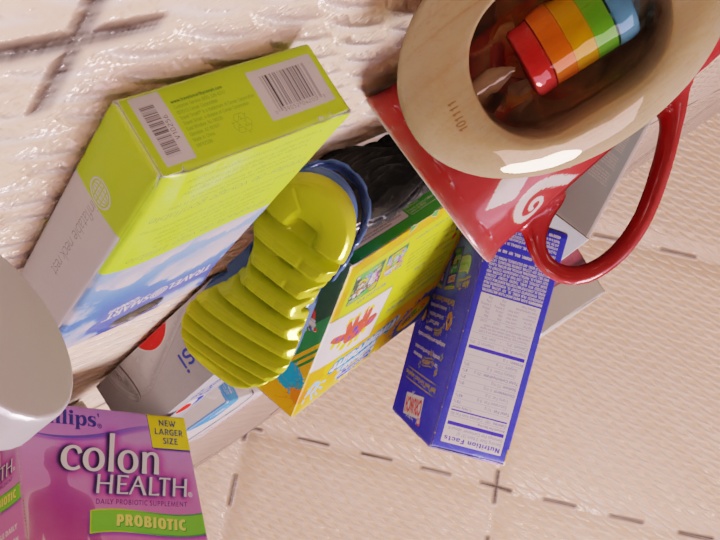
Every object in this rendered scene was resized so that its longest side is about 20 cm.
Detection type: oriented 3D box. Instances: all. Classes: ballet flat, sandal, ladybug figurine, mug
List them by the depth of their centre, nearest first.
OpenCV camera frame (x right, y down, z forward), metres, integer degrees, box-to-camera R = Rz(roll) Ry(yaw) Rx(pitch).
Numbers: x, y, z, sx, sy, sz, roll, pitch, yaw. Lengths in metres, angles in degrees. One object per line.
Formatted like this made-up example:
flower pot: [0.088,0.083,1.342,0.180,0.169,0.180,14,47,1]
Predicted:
ladybug figurine: [0.108,-0.133,0.565,0.198,0.137,0.072,-28,-159,2]
sandal: [-0.049,0.001,0.678,0.200,0.079,0.087,-48,-176,38]
mug: [0.132,-0.106,0.682,0.199,0.178,0.134,-39,-149,7]
ballet flat: [0.019,-0.066,0.771,0.199,0.067,0.057,-31,162,-33]

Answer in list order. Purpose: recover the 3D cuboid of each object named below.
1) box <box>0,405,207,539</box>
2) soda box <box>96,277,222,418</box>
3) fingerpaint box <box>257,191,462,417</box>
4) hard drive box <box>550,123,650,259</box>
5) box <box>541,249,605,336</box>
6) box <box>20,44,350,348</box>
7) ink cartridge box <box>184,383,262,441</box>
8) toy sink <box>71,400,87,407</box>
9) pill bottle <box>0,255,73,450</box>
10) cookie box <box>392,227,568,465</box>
box: [-0.222,0.224,0.861,0.175,0.202,0.096,16,137,-45]
soda box: [-0.153,0.077,0.944,0.199,0.069,0.063,-39,171,35]
fingerpaint box: [0.000,0.000,0.859,0.199,0.073,0.168,-34,154,-46]
hard drive box: [0.209,-0.098,1.087,0.201,0.076,0.156,-56,-177,-26]
box: [0.165,-0.016,1.204,0.108,0.202,0.128,-29,172,-24]
box: [-0.102,-0.032,0.553,0.121,0.048,0.200,-27,171,-40]
ink cartridge box: [-0.189,0.154,1.276,0.115,0.068,0.200,-35,173,9]
toy sink: [-0.283,0.254,1.000,0.130,0.201,0.112,-28,171,-36]
pill bottle: [-0.227,0.076,0.440,0.199,0.117,0.116,-35,172,9]
cookie box: [0.100,0.052,0.935,0.171,0.074,0.203,-159,-96,-80]
